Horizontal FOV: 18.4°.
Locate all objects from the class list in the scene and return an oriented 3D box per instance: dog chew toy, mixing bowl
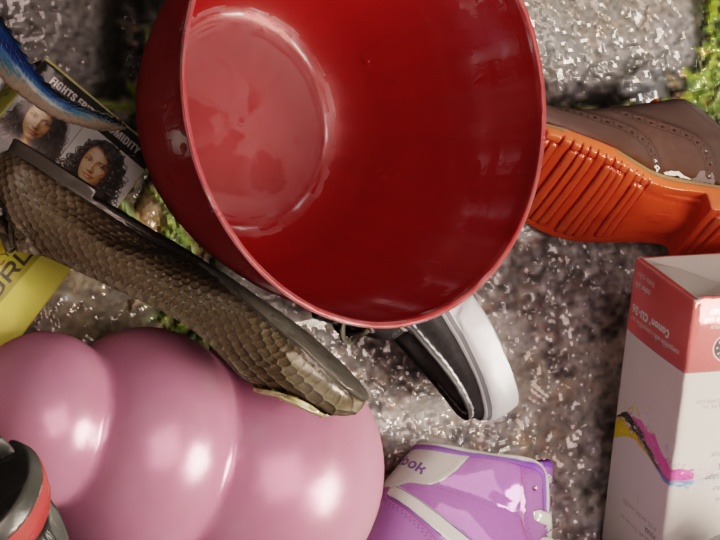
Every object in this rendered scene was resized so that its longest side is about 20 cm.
[{"bbox_3d":[-0.089,0.081,1.011,0.200,0.124,0.125,18,80,-29],"label":"dog chew toy"},{"bbox_3d":[-0.026,-0.073,0.994,0.200,0.108,0.201,3,85,-38],"label":"mixing bowl"}]

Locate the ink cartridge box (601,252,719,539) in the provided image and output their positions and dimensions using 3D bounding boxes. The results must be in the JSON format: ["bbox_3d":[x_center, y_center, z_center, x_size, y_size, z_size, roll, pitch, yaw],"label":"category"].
[{"bbox_3d":[0.193,0.094,1.145,0.116,0.067,0.201,-2,110,-22],"label":"ink cartridge box"}]

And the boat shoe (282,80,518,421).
[{"bbox_3d":[0.000,0.000,1.092,0.066,0.070,0.200,-36,100,-14],"label":"boat shoe"}]

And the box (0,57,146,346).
[{"bbox_3d":[-0.183,0.002,1.025,0.075,0.050,0.200,41,74,-16],"label":"box"}]

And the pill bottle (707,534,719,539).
[{"bbox_3d":[0.225,0.225,1.109,0.114,0.114,0.200,-47,128,-18],"label":"pill bottle"}]

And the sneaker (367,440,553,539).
[{"bbox_3d":[0.094,0.159,1.120,0.200,0.073,0.114,36,72,-16],"label":"sneaker"}]

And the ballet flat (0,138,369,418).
[{"bbox_3d":[-0.086,0.012,0.979,0.200,0.067,0.046,34,88,8],"label":"ballet flat"}]

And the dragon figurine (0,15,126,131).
[{"bbox_3d":[-0.190,-0.132,0.994,0.199,0.059,0.100,18,81,5],"label":"dragon figurine"}]

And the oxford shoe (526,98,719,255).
[{"bbox_3d":[0.137,-0.057,1.162,0.200,0.071,0.073,19,53,-18],"label":"oxford shoe"}]

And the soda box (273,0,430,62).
[{"bbox_3d":[-0.024,-0.146,1.079,0.200,0.068,0.064,31,44,-19],"label":"soda box"}]

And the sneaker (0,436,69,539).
[{"bbox_3d":[-0.206,0.122,0.957,0.098,0.200,0.071,61,37,-39],"label":"sneaker"}]
